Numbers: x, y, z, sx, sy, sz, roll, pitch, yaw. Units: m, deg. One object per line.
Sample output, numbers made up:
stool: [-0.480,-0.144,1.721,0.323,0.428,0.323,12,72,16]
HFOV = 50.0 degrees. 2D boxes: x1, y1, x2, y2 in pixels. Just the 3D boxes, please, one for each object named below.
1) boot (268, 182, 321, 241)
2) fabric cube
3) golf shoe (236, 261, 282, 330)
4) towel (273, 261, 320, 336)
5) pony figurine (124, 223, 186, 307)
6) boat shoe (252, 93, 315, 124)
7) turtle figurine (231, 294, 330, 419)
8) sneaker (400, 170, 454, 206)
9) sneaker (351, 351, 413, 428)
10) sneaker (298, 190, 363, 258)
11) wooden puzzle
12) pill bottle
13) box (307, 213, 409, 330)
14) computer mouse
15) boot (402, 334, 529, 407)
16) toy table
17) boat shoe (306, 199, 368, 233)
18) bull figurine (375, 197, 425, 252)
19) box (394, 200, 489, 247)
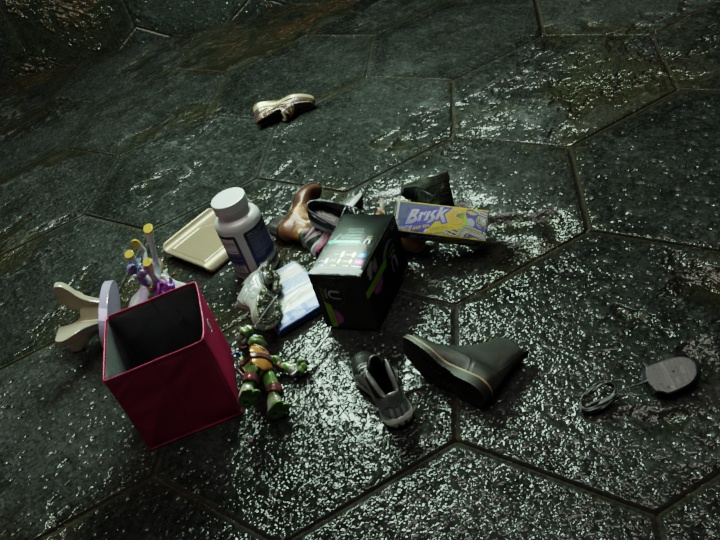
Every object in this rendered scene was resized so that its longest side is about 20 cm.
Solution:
boot: [-0.101,-0.131,1.872,0.199,0.069,0.188,17,50,39]
fabric cube: [-0.359,0.181,1.487,0.199,0.200,0.197,-22,35,-2]
golf shoe: [-0.221,0.071,1.646,0.097,0.078,0.201,-29,29,16]
towel: [-0.160,0.058,1.696,0.146,0.024,0.200,-32,38,-15]
pony figurine: [-0.474,0.024,1.779,0.165,0.201,0.194,-11,52,0]
boat shoe: [-0.236,-0.498,2.416,0.198,0.072,0.073,-10,67,-3]
turtle figurine: [-0.167,0.166,1.463,0.198,0.144,0.195,-18,40,9]
sneaker: [0.155,-0.160,1.786,0.076,0.115,0.199,-17,5,-22]
sneaker: [0.029,0.178,1.376,0.075,0.116,0.200,-28,37,-11]
sneaker: [-0.069,-0.120,1.774,0.086,0.081,0.200,31,59,17]
wooden puzzle: [-0.379,-0.077,1.967,0.199,0.037,0.185,21,53,36]
pill bottle: [-0.270,-0.087,1.783,0.110,0.201,0.112,-12,37,10]
box: [0.000,0.000,1.588,0.123,0.149,0.201,2,42,26]
computer mouse: [0.448,0.190,1.241,0.198,0.034,0.059,-19,53,10]
boot: [0.187,0.149,1.386,0.138,0.078,0.199,-37,53,-28]
toy table: [-0.613,0.103,1.741,0.116,0.185,0.200,-5,23,-7]
boat shoe: [-0.026,-0.111,1.688,0.199,0.068,0.072,20,72,14]
bull figurine: [0.063,-0.097,1.735,0.198,0.065,0.123,11,85,25]
box: [0.170,-0.099,1.640,0.198,0.064,0.071,7,79,9]
